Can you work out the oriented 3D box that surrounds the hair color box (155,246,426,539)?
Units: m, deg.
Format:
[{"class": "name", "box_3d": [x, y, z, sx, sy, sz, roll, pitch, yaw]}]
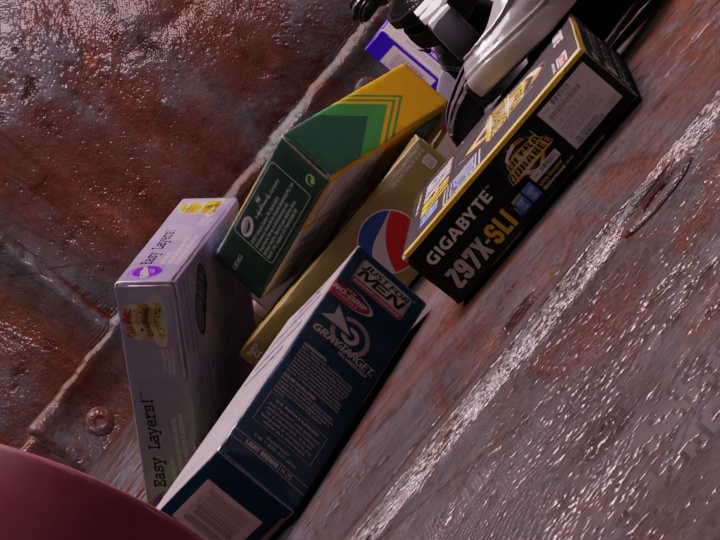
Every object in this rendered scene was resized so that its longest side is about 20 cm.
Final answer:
[{"class": "hair color box", "box_3d": [-0.042, 0.085, 1.355, 0.100, 0.060, 0.200, -45, 8, 45]}]

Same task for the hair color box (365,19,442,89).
[{"class": "hair color box", "box_3d": [0.107, -0.295, 2.538, 0.200, 0.109, 0.065, -54, 6, -27]}]

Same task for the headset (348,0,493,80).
[{"class": "headset", "box_3d": [0.061, -0.175, 1.667, 0.094, 0.123, 0.200, -44, 46, 11]}]

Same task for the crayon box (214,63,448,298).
[{"class": "crayon box", "box_3d": [-0.012, -0.072, 1.634, 0.200, 0.052, 0.126, -34, -19, -50]}]

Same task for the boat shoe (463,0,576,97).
[{"class": "boat shoe", "box_3d": [0.116, -0.201, 1.451, 0.200, 0.068, 0.072, -53, 4, -17]}]

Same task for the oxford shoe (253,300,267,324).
[{"class": "oxford shoe", "box_3d": [-0.064, 0.023, 1.891, 0.073, 0.084, 0.200, -52, 3, 3]}]

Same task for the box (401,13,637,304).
[{"class": "box", "box_3d": [0.095, -0.072, 1.354, 0.160, 0.049, 0.200, -52, 5, 12]}]

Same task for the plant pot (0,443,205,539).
[{"class": "plant pot", "box_3d": [-0.180, 0.203, 1.105, 0.180, 0.199, 0.200, -69, 12, -21]}]

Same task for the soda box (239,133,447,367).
[{"class": "soda box", "box_3d": [0.000, 0.000, 1.587, 0.200, 0.064, 0.068, -51, 4, 5]}]

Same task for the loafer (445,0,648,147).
[{"class": "loafer", "box_3d": [0.128, -0.151, 1.530, 0.200, 0.072, 0.063, -46, 10, 21]}]

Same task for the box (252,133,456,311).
[{"class": "box", "box_3d": [0.003, -0.041, 1.779, 0.200, 0.078, 0.095, -55, 5, -38]}]

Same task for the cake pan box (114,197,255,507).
[{"class": "cake pan box", "box_3d": [-0.119, 0.068, 1.633, 0.184, 0.052, 0.201, -60, -34, -64]}]

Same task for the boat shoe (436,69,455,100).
[{"class": "boat shoe", "box_3d": [0.140, -0.191, 1.731, 0.200, 0.070, 0.066, -48, -3, 24]}]
